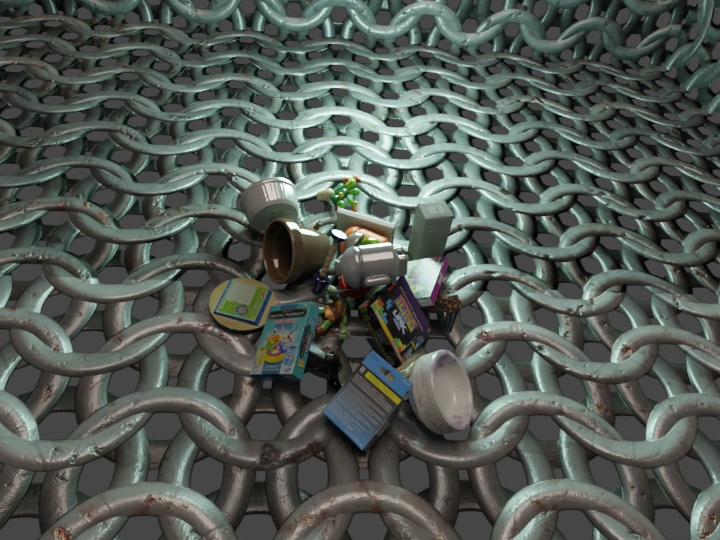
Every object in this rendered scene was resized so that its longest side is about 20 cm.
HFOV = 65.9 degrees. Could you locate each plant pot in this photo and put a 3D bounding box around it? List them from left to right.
[{"bbox_3d":[-0.187,-0.063,1.732,0.172,0.202,0.201,-5,43,-37],"label":"plant pot"}]

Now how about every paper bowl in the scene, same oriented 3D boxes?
[{"bbox_3d":[0.197,0.313,1.416,0.200,0.103,0.204,32,46,-41],"label":"paper bowl"}]

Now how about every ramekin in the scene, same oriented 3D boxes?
[{"bbox_3d":[-0.295,-0.207,1.845,0.199,0.204,0.095,-11,59,-19],"label":"ramekin"}]

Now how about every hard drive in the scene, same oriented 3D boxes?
[{"bbox_3d":[0.016,-0.138,1.861,0.196,0.133,0.027,17,61,9],"label":"hard drive"}]

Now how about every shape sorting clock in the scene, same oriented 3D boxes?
[{"bbox_3d":[-0.345,0.099,1.634,0.196,0.040,0.202,5,43,-5],"label":"shape sorting clock"}]

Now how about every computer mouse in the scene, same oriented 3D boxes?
[{"bbox_3d":[-0.130,0.235,1.480,0.052,0.140,0.199,-31,46,-32],"label":"computer mouse"}]

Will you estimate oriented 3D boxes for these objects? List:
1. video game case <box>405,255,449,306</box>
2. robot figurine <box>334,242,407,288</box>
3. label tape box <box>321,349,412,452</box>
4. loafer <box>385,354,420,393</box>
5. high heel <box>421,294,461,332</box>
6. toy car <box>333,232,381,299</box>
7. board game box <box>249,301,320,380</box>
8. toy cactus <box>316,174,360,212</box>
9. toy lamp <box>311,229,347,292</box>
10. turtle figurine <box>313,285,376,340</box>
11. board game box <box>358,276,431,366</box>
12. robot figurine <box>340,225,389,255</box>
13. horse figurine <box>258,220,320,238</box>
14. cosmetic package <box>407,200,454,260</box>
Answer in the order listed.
[{"bbox_3d":[0.167,0.039,1.710,0.179,0.036,0.201,-11,34,33],"label":"video game case"},{"bbox_3d":[0.029,-0.014,1.518,0.196,0.115,0.171,-6,34,-9],"label":"robot figurine"},{"bbox_3d":[0.022,0.326,1.388,0.143,0.063,0.201,36,78,26],"label":"label tape box"},{"bbox_3d":[0.116,0.297,1.480,0.068,0.077,0.199,30,47,29],"label":"loafer"},{"bbox_3d":[0.235,0.071,1.677,0.070,0.144,0.201,-17,50,-24],"label":"high heel"},{"bbox_3d":[0.000,0.000,1.662,0.174,0.202,0.150,35,34,10],"label":"toy car"},{"bbox_3d":[-0.199,0.188,1.469,0.149,0.047,0.203,-8,56,33],"label":"board game box"},{"bbox_3d":[-0.078,-0.275,2.032,0.162,0.103,0.202,-3,45,16],"label":"toy cactus"},{"bbox_3d":[-0.098,-0.024,1.684,0.057,0.202,0.058,21,23,-10],"label":"toy lamp"},{"bbox_3d":[-0.082,0.127,1.563,0.191,0.146,0.200,-25,35,-18],"label":"turtle figurine"},{"bbox_3d":[0.102,0.139,1.562,0.056,0.202,0.165,-10,25,48],"label":"board game box"},{"bbox_3d":[0.018,-0.073,1.810,0.197,0.118,0.144,24,49,14],"label":"robot figurine"},{"bbox_3d":[-0.230,-0.123,1.834,0.196,0.133,0.051,-1,67,-19],"label":"horse figurine"},{"bbox_3d":[0.228,-0.121,1.830,0.105,0.202,0.091,-7,47,-19],"label":"cosmetic package"}]
